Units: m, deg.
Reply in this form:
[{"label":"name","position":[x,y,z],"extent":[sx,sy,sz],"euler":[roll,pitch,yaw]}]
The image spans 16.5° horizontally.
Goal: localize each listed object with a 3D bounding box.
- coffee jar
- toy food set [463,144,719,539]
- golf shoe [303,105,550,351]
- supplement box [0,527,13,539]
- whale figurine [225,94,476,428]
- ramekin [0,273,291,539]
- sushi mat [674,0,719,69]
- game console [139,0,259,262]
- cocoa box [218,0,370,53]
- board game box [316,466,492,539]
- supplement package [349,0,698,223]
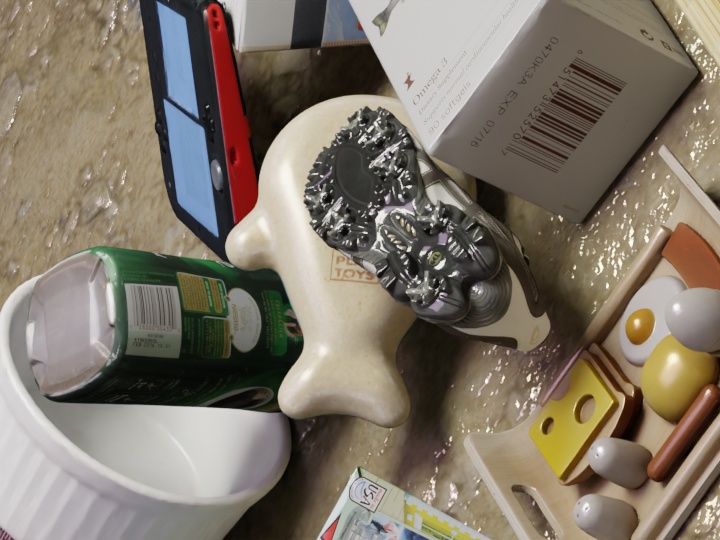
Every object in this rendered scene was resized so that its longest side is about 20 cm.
[{"label":"coffee jar","position":[-0.093,0.038,1.492],"extent":[0.104,0.199,0.086],"euler":[-23,68,47]},{"label":"toy food set","position":[0.134,0.052,1.276],"extent":[0.200,0.060,0.144],"euler":[-56,34,17]},{"label":"golf shoe","position":[0.036,-0.016,1.361],"extent":[0.078,0.094,0.200],"euler":[-47,38,10]},{"label":"supplement box","position":[-0.181,0.215,1.617],"extent":[0.111,0.085,0.200],"euler":[-60,33,12]},{"label":"whale figurine","position":[0.000,0.000,1.459],"extent":[0.104,0.158,0.201],"euler":[89,-175,-70]},{"label":"ramekin","position":[-0.152,0.102,1.548],"extent":[0.098,0.200,0.201],"euler":[-57,33,31]},{"label":"sushi mat","position":[0.216,-0.149,1.322],"extent":[0.096,0.012,0.200],"euler":[-50,36,22]},{"label":"game console","position":[-0.110,-0.104,1.651],"extent":[0.200,0.031,0.178],"euler":[-143,39,-67]},{"label":"cocoa box","position":[-0.026,-0.256,1.568],"extent":[0.134,0.131,0.201],"euler":[-120,31,-52]},{"label":"board game box","position":[0.009,0.221,1.293],"extent":[0.134,0.029,0.201],"euler":[27,84,20]},{"label":"supplement package","position":[0.084,-0.143,1.417],"extent":[0.117,0.117,0.200],"euler":[-54,34,22]}]
